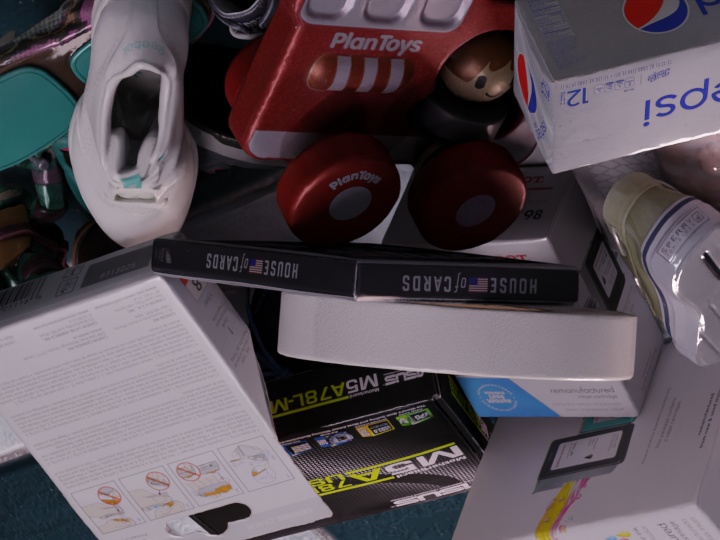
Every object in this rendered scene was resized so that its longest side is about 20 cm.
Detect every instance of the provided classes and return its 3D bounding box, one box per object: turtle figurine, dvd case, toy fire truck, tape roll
[{"bbox_3d":[-0.229,-0.018,1.723,0.100,0.200,0.150,35,109,-31],"label":"turtle figurine"},{"bbox_3d":[0.000,0.000,1.478,0.149,0.025,0.199,1,-177,-36],"label":"dvd case"},{"bbox_3d":[0.029,-0.109,1.463,0.199,0.113,0.168,1,135,-31],"label":"toy fire truck"},{"bbox_3d":[0.053,0.035,1.495,0.201,0.037,0.203,3,-179,0],"label":"tape roll"}]

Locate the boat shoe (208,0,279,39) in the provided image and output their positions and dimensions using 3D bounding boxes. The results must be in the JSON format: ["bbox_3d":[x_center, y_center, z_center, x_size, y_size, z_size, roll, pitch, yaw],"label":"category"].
[{"bbox_3d":[-0.054,-0.158,1.506,0.071,0.068,0.200,-5,134,34],"label":"boat shoe"}]

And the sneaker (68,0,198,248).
[{"bbox_3d":[-0.127,-0.069,1.509,0.075,0.089,0.201,0,137,-4],"label":"sneaker"}]

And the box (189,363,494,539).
[{"bbox_3d":[-0.023,0.115,1.732,0.198,0.048,0.193,-15,155,9],"label":"box"}]

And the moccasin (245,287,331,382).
[{"bbox_3d":[-0.041,0.069,1.778,0.080,0.068,0.201,14,143,13],"label":"moccasin"}]

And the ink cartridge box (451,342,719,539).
[{"bbox_3d":[0.187,0.149,1.684,0.199,0.147,0.147,-17,127,42],"label":"ink cartridge box"}]

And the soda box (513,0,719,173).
[{"bbox_3d":[0.178,-0.114,1.350,0.198,0.064,0.069,-15,140,-9],"label":"soda box"}]

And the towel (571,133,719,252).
[{"bbox_3d":[0.206,-0.046,1.483,0.190,0.032,0.200,8,160,20],"label":"towel"}]

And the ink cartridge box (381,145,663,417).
[{"bbox_3d":[0.091,0.000,1.620,0.115,0.067,0.201,-2,136,31],"label":"ink cartridge box"}]

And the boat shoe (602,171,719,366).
[{"bbox_3d":[0.182,-0.006,1.489,0.062,0.072,0.200,45,177,24],"label":"boat shoe"}]

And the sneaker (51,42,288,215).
[{"bbox_3d":[-0.107,-0.069,1.630,0.199,0.084,0.121,17,139,22],"label":"sneaker"}]

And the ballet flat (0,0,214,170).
[{"bbox_3d":[-0.172,-0.124,1.563,0.199,0.071,0.069,-32,133,12],"label":"ballet flat"}]

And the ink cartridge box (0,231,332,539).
[{"bbox_3d":[-0.124,0.081,1.617,0.161,0.050,0.200,-17,125,28],"label":"ink cartridge box"}]

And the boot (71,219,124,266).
[{"bbox_3d":[-0.119,0.060,1.730,0.201,0.072,0.166,60,170,-18],"label":"boot"}]
